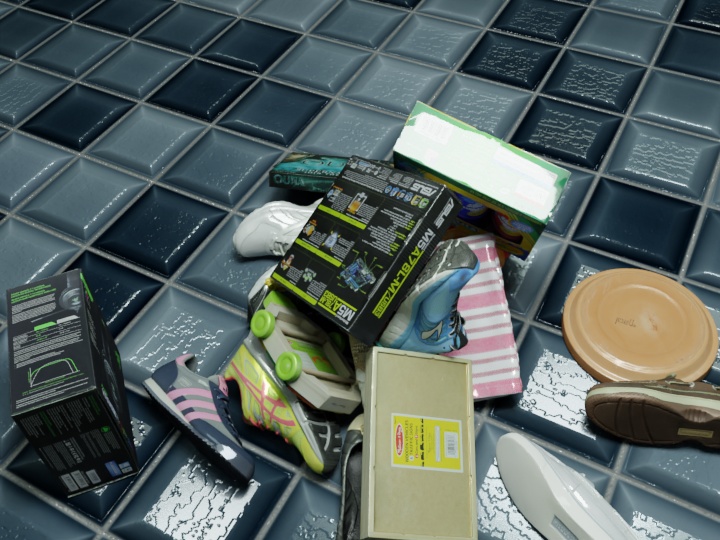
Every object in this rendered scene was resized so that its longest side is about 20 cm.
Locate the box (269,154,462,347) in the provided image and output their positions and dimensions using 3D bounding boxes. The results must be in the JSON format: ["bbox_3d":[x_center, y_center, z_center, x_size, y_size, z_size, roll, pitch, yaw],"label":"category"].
[{"bbox_3d":[0.000,-0.032,0.918,0.199,0.047,0.195,27,83,53],"label":"box"}]

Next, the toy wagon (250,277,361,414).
[{"bbox_3d":[-0.071,0.090,0.953,0.040,0.154,0.201,-48,54,14],"label":"toy wagon"}]

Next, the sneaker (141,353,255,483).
[{"bbox_3d":[-0.180,0.169,0.933,0.199,0.071,0.082,35,62,29],"label":"sneaker"}]

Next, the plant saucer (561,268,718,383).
[{"bbox_3d":[0.365,0.072,1.012,0.196,0.033,0.203,-2,47,3],"label":"plant saucer"}]

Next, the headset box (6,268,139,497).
[{"bbox_3d":[-0.340,0.126,0.914,0.091,0.176,0.201,-17,47,-11],"label":"headset box"}]

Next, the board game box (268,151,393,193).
[{"bbox_3d":[-0.031,-0.150,1.209,0.196,0.029,0.136,7,23,9],"label":"board game box"}]

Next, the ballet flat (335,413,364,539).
[{"bbox_3d":[0.007,0.245,0.860,0.065,0.057,0.202,0,47,3],"label":"ballet flat"}]

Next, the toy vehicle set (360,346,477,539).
[{"bbox_3d":[0.064,0.189,0.841,0.122,0.027,0.204,10,64,-15],"label":"toy vehicle set"}]

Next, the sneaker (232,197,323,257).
[{"bbox_3d":[-0.086,-0.047,1.125,0.196,0.079,0.100,-14,51,-7],"label":"sneaker"}]

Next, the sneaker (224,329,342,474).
[{"bbox_3d":[-0.097,0.170,0.936,0.090,0.078,0.201,-43,62,10],"label":"sneaker"}]

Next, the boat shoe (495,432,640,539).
[{"bbox_3d":[0.229,0.250,0.837,0.068,0.073,0.200,-10,36,-35],"label":"boat shoe"}]

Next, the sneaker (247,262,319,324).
[{"bbox_3d":[-0.061,0.026,1.053,0.198,0.081,0.087,-30,56,-19],"label":"sneaker"}]

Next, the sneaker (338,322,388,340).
[{"bbox_3d":[0.000,0.000,1.001,0.073,0.087,0.203,-1,64,-28],"label":"sneaker"}]

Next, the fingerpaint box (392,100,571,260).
[{"bbox_3d":[0.140,-0.103,0.956,0.198,0.167,0.074,27,80,9],"label":"fingerpaint box"}]

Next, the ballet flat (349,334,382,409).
[{"bbox_3d":[0.043,0.157,0.903,0.065,0.071,0.200,-41,76,-17],"label":"ballet flat"}]

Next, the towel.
[{"bbox_3d":[0.113,0.062,0.955,0.144,0.030,0.204,-11,81,11],"label":"towel"}]

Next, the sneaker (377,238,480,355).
[{"bbox_3d":[0.093,0.043,0.875,0.089,0.201,0.079,33,53,4],"label":"sneaker"}]

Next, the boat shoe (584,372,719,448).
[{"bbox_3d":[0.363,0.159,0.913,0.198,0.076,0.075,11,36,4],"label":"boat shoe"}]

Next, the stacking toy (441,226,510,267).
[{"bbox_3d":[0.138,0.004,1.055,0.108,0.117,0.202,20,63,15],"label":"stacking toy"}]
